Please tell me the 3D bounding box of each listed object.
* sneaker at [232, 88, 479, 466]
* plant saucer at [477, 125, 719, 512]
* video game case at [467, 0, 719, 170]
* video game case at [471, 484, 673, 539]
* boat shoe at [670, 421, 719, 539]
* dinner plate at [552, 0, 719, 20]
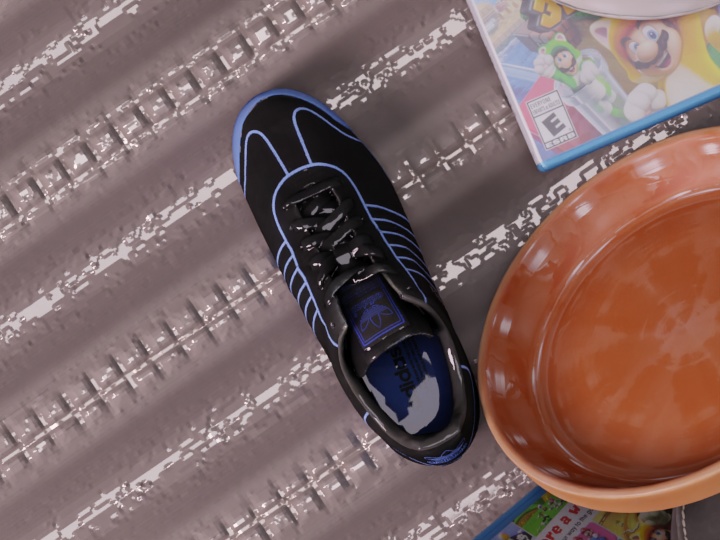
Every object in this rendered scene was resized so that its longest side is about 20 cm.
[{"bbox_3d":[0.000,0.000,1.068,0.070,0.078,0.201,-30,88,0],"label":"sneaker"},{"bbox_3d":[0.146,0.023,1.029,0.200,0.200,0.032,-46,129,-1],"label":"plant saucer"},{"bbox_3d":[0.114,-0.168,1.095,0.143,0.018,0.201,-23,87,1],"label":"video game case"},{"bbox_3d":[0.162,0.150,1.012,0.200,0.018,0.143,35,48,25],"label":"video game case"},{"bbox_3d":[0.187,0.054,1.024,0.067,0.057,0.200,10,57,38],"label":"boat shoe"},{"bbox_3d":[0.133,-0.220,1.070,0.199,0.024,0.201,0,89,1],"label":"dinner plate"}]
